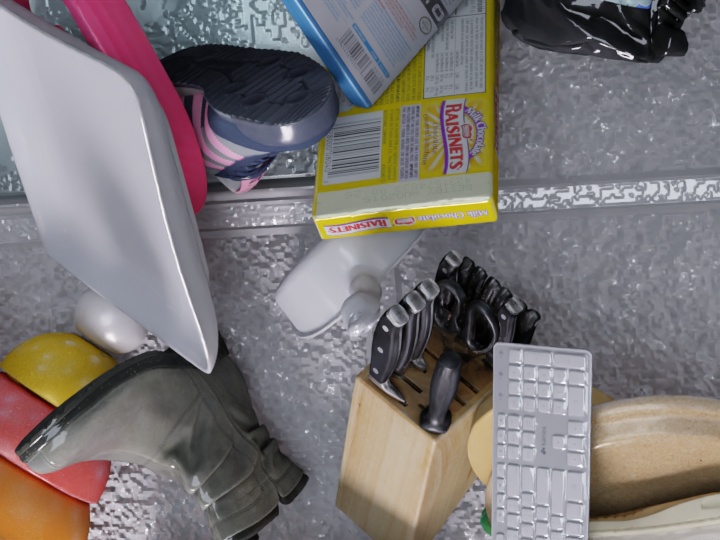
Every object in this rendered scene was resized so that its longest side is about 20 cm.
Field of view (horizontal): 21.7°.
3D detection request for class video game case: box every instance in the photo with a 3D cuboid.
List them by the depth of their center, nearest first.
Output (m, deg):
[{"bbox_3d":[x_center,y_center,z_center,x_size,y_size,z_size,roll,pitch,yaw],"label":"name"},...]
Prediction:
[{"bbox_3d":[0.028,-0.210,1.047,0.200,0.018,0.143,-50,130,-17],"label":"video game case"}]

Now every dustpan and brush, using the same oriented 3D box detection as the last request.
[{"bbox_3d":[0.000,0.000,1.078,0.140,0.200,0.057,-43,89,13],"label":"dustpan and brush"}]

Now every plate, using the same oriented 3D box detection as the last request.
[{"bbox_3d":[-0.151,-0.060,1.098,0.200,0.032,0.200,32,144,46],"label":"plate"}]

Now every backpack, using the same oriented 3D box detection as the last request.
[{"bbox_3d":[0.133,-0.217,1.019,0.126,0.167,0.200,6,100,-1],"label":"backpack"}]

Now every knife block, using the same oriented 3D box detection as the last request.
[{"bbox_3d":[0.031,0.084,1.092,0.064,0.176,0.200,40,104,21],"label":"knife block"}]

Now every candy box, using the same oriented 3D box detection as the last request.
[{"bbox_3d":[0.029,-0.107,1.083,0.102,0.026,0.200,-5,52,11],"label":"candy box"}]

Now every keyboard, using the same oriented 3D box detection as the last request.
[{"bbox_3d":[0.098,0.139,1.025,0.056,0.011,0.200,5,101,31],"label":"keyboard"}]

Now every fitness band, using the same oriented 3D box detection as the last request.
[{"bbox_3d":[-0.160,-0.114,1.131,0.037,0.144,0.200,-31,91,-23],"label":"fitness band"}]

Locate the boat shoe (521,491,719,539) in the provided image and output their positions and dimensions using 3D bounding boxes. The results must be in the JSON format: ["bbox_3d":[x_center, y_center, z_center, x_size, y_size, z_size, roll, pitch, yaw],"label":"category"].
[{"bbox_3d":[0.142,0.177,1.047,0.200,0.074,0.069,-18,61,21],"label":"boat shoe"}]

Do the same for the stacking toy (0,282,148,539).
[{"bbox_3d":[-0.194,0.091,1.184,0.146,0.146,0.200,33,87,6],"label":"stacking toy"}]

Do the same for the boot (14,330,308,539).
[{"bbox_3d":[-0.106,0.113,1.120,0.068,0.200,0.131,-36,84,31],"label":"boot"}]

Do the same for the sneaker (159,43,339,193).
[{"bbox_3d":[-0.063,-0.083,1.105,0.070,0.200,0.082,-31,115,-20],"label":"sneaker"}]

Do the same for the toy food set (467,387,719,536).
[{"bbox_3d":[0.165,0.128,1.089,0.200,0.049,0.198,-7,139,9],"label":"toy food set"}]
